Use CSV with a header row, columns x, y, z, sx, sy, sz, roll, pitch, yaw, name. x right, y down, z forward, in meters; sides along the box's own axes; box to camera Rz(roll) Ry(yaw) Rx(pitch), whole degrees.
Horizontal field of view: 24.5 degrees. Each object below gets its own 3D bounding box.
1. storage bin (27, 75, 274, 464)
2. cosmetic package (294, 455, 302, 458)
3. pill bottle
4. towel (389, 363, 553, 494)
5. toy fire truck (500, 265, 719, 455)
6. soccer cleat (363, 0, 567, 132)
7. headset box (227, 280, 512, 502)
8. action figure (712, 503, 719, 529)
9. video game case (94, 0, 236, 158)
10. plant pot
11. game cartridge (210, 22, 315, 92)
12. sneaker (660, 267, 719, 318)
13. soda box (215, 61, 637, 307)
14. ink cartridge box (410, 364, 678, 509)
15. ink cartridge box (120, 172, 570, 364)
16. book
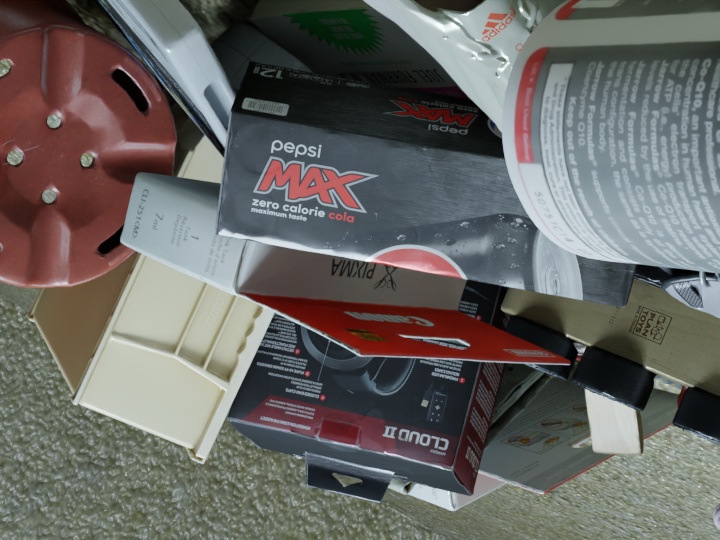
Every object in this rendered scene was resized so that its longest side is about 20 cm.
x,y,z,sx,sy,sz,roll,pitch,yaw,name
-0.123,-0.012,1.074,0.094,0.199,0.200,24,-175,-23,storage bin
-0.060,0.026,1.205,0.071,0.101,0.200,41,-166,-47,cosmetic package
0.156,-0.053,0.616,0.114,0.114,0.200,35,166,-32,pill bottle
0.046,0.079,1.217,0.200,0.192,0.035,14,133,47,towel
0.188,0.063,1.036,0.176,0.129,0.200,21,178,23,toy fire truck
0.062,-0.103,0.706,0.200,0.069,0.078,34,-179,-13,soccer cleat
0.015,0.043,1.040,0.148,0.200,0.077,10,163,17,headset box
0.292,0.105,0.994,0.200,0.134,0.149,-129,26,-51,action figure
-0.122,-0.145,0.852,0.200,0.023,0.182,50,175,20,video game case
-0.213,-0.081,0.993,0.201,0.201,0.195,35,175,-30,plant pot
-0.028,-0.081,0.915,0.133,0.041,0.200,46,179,-17,game cartridge
0.184,-0.012,0.803,0.140,0.078,0.200,21,166,23,sneaker
0.035,-0.041,0.787,0.199,0.071,0.063,10,-151,1,soda box
0.132,0.125,1.233,0.200,0.044,0.173,-20,-155,-40,ink cartridge box
0.000,0.000,0.891,0.173,0.044,0.200,22,-170,37,ink cartridge box
0.054,-0.087,0.866,0.200,0.048,0.133,40,162,-33,book
